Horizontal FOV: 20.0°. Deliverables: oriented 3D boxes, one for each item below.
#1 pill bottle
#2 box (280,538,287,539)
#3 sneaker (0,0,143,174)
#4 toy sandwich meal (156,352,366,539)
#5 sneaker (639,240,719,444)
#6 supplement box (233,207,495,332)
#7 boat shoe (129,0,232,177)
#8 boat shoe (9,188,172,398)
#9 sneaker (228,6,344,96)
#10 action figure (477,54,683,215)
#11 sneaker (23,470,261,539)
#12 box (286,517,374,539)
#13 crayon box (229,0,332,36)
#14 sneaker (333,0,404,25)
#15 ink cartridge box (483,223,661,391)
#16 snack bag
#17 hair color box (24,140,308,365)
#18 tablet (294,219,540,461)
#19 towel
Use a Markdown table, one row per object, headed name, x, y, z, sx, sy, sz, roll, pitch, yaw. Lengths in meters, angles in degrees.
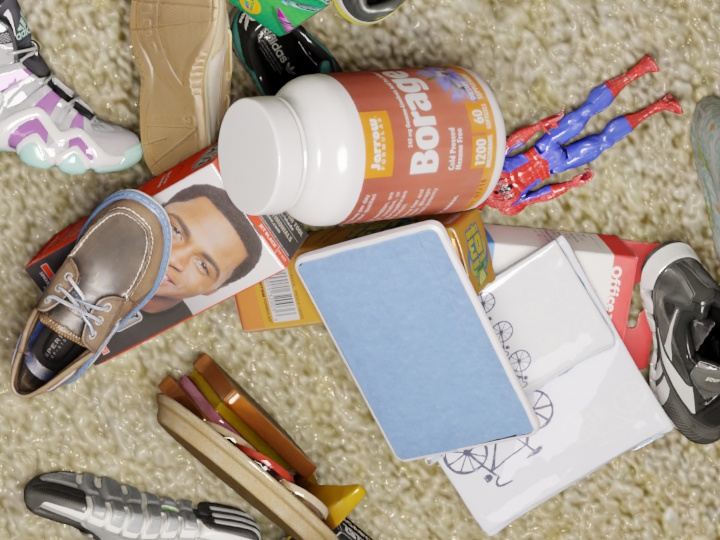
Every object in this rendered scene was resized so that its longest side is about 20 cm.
| name | x | y | z | sx | sy | sz | roll | pitch | yaw |
| --- | --- | --- | --- | --- | --- | --- | --- | --- | --- |
| pill bottle | 0.000 | -0.091 | 1.511 | 0.199 | 0.112 | 0.113 | -8 | 108 | -35 |
| box | -0.063 | 0.342 | 1.656 | 0.200 | 0.050 | 0.198 | -43 | 121 | 6 |
| sneaker | -0.253 | -0.156 | 1.557 | 0.199 | 0.078 | 0.141 | 12 | 104 | -10 |
| toy sandwich meal | -0.078 | 0.140 | 1.599 | 0.205 | 0.205 | 0.070 | 42 | 80 | -15 |
| sneaker | 0.277 | 0.076 | 1.653 | 0.066 | 0.091 | 0.201 | -25 | 127 | -13 |
| supplement box | 0.000 | 0.000 | 1.594 | 0.199 | 0.067 | 0.069 | -6 | 105 | 22 |
| boat shoe | -0.134 | -0.171 | 1.573 | 0.073 | 0.069 | 0.201 | 10 | 110 | 12 |
| boat shoe | -0.204 | 0.027 | 1.534 | 0.072 | 0.072 | 0.200 | 33 | 124 | 1 |
| sneaker | -0.033 | -0.125 | 1.589 | 0.071 | 0.080 | 0.200 | -40 | 106 | 2 |
| action figure | 0.160 | -0.098 | 1.640 | 0.199 | 0.052 | 0.066 | -32 | 110 | 5 |
| sneaker | -0.188 | 0.241 | 1.674 | 0.199 | 0.075 | 0.116 | 15 | 105 | -11 |
| box | -0.043 | 0.311 | 1.702 | 0.200 | 0.049 | 0.160 | -45 | 124 | 6 |
| crayon box | -0.015 | -0.278 | 1.497 | 0.058 | 0.119 | 0.201 | 33 | 76 | -13 |
| sneaker | 0.054 | -0.269 | 1.560 | 0.074 | 0.085 | 0.201 | 30 | 100 | -14 |
| ink cartridge box | 0.154 | 0.030 | 1.660 | 0.199 | 0.067 | 0.117 | 5 | 104 | -8 |
| snack bag | 0.128 | 0.099 | 1.631 | 0.188 | 0.021 | 0.200 | -31 | 108 | 3 |
| hair color box | -0.151 | -0.015 | 1.572 | 0.199 | 0.061 | 0.102 | -28 | 105 | 29 |
| tablet | 0.044 | 0.057 | 1.561 | 0.130 | 0.014 | 0.201 | -14 | 117 | 27 |
| towel | 0.309 | -0.026 | 1.611 | 0.048 | 0.171 | 0.201 | -16 | 107 | 0 |
